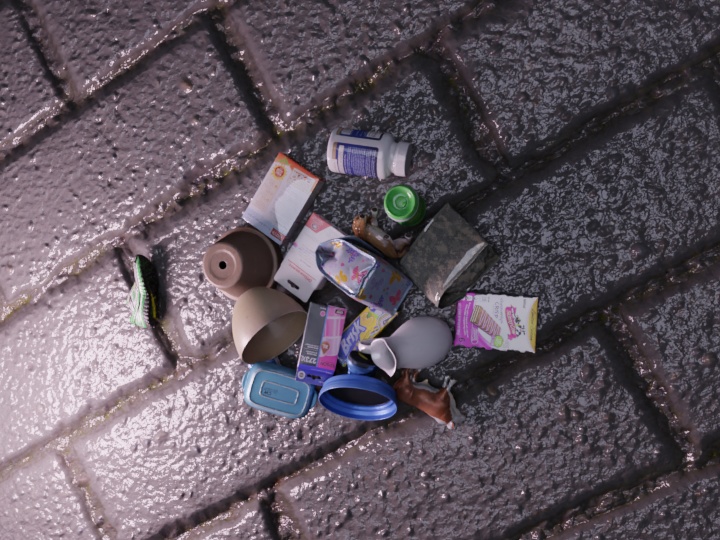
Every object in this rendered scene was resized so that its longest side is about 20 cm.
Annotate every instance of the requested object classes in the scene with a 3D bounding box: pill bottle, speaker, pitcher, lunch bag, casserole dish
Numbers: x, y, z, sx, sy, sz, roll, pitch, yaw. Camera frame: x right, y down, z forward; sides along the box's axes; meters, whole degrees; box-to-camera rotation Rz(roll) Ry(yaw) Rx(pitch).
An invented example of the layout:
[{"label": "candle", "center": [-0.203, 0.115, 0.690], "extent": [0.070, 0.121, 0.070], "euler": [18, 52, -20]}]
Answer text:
[{"label": "pill bottle", "center": [0.024, -0.289, 1.705], "extent": [0.196, 0.111, 0.113], "euler": [10, 94, 13]}, {"label": "speaker", "center": [0.109, -0.154, 1.641], "extent": [0.087, 0.200, 0.090], "euler": [0, 90, 12]}, {"label": "pitcher", "center": [0.109, 0.177, 1.667], "extent": [0.171, 0.198, 0.124], "euler": [17, 117, 53]}, {"label": "lunch bag", "center": [0.207, -0.025, 1.645], "extent": [0.200, 0.117, 0.164], "euler": [-46, 56, 8]}, {"label": "lunch bag", "center": [0.000, 0.000, 1.651], "extent": [0.199, 0.169, 0.128], "euler": [32, 92, 44]}, {"label": "casserole dish", "center": [-0.204, 0.305, 1.730], "extent": [0.197, 0.039, 0.123], "euler": [17, 90, -5]}]

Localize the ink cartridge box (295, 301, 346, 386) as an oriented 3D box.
[{"label": "ink cartridge box", "center": [-0.099, 0.185, 1.706], "extent": [0.093, 0.037, 0.204], "euler": [11, 90, -6]}]

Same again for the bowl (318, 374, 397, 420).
[{"label": "bowl", "center": [-0.004, 0.314, 1.695], "extent": [0.197, 0.202, 0.040], "euler": [0, 55, 13]}]

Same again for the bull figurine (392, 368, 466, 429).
[{"label": "bull figurine", "center": [0.178, 0.310, 1.707], "extent": [0.197, 0.065, 0.123], "euler": [22, 92, 10]}]

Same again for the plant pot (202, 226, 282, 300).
[{"label": "plant pot", "center": [-0.318, -0.013, 1.763], "extent": [0.196, 0.174, 0.204], "euler": [0, 92, 12]}]

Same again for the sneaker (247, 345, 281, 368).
[{"label": "sneaker", "center": [-0.243, 0.272, 1.787], "extent": [0.200, 0.089, 0.079], "euler": [44, 115, 10]}]

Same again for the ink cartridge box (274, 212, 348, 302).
[{"label": "ink cartridge box", "center": [-0.123, -0.031, 1.769], "extent": [0.116, 0.067, 0.202], "euler": [35, 97, 11]}]

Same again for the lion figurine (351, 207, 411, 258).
[{"label": "lion figurine", "center": [0.050, -0.079, 1.683], "extent": [0.072, 0.123, 0.200], "euler": [-33, 63, -21]}]

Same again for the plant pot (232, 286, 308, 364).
[{"label": "plant pot", "center": [-0.248, 0.122, 1.738], "extent": [0.200, 0.200, 0.135], "euler": [-44, 65, 10]}]

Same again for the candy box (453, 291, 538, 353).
[{"label": "candy box", "center": [0.329, 0.123, 1.667], "extent": [0.196, 0.061, 0.139], "euler": [3, 91, 13]}]

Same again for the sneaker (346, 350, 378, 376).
[{"label": "sneaker", "center": [-0.001, 0.243, 1.677], "extent": [0.066, 0.200, 0.079], "euler": [36, 91, 14]}]

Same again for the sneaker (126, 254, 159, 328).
[{"label": "sneaker", "center": [-0.610, 0.057, 1.883], "extent": [0.084, 0.078, 0.204], "euler": [-1, 92, 14]}]

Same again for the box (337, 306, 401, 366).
[{"label": "box", "center": [0.010, 0.150, 1.743], "extent": [0.200, 0.064, 0.070], "euler": [-45, 81, 11]}]

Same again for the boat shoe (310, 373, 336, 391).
[{"label": "boat shoe", "center": [-0.117, 0.216, 1.772], "extent": [0.074, 0.075, 0.206], "euler": [-9, 90, 19]}]

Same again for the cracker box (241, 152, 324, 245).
[{"label": "cracker box", "center": [-0.201, -0.185, 1.790], "extent": [0.133, 0.058, 0.202], "euler": [34, 98, 11]}]
